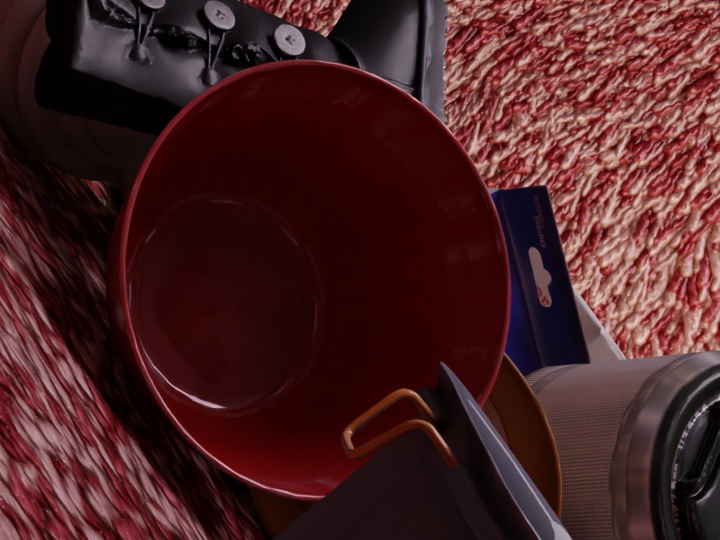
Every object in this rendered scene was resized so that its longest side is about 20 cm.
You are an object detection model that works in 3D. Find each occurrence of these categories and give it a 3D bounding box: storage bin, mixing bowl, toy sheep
[{"bbox_3d":[0.019,0.135,1.170,0.146,0.134,0.200,54,2,-16],"label":"storage bin"},{"bbox_3d":[-0.042,0.009,1.373,0.201,0.200,0.108,54,-27,-12],"label":"mixing bowl"},{"bbox_3d":[-0.130,-0.106,1.535,0.200,0.138,0.138,31,-16,47],"label":"toy sheep"}]

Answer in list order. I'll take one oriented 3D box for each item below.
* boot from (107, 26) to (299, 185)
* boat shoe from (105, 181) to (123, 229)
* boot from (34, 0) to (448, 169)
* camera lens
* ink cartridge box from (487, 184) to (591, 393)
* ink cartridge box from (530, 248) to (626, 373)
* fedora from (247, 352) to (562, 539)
[{"bbox_3d":[-0.046,-0.035,1.813,0.200,0.154,0.074,54,3,-20],"label":"boot"},{"bbox_3d":[-0.110,-0.044,1.675,0.063,0.073,0.200,57,3,-20],"label":"boat shoe"},{"bbox_3d":[-0.058,-0.121,1.464,0.199,0.066,0.165,13,41,-16],"label":"boot"},{"bbox_3d":[0.156,0.130,1.673,0.199,0.160,0.160,-8,-56,51],"label":"camera lens"},{"bbox_3d":[0.014,0.014,1.499,0.039,0.199,0.100,-36,114,-52],"label":"ink cartridge box"},{"bbox_3d":[0.080,0.099,1.920,0.145,0.200,0.147,53,3,-39],"label":"ink cartridge box"},{"bbox_3d":[0.001,0.097,1.469,0.201,0.200,0.082,55,39,0],"label":"fedora"}]
